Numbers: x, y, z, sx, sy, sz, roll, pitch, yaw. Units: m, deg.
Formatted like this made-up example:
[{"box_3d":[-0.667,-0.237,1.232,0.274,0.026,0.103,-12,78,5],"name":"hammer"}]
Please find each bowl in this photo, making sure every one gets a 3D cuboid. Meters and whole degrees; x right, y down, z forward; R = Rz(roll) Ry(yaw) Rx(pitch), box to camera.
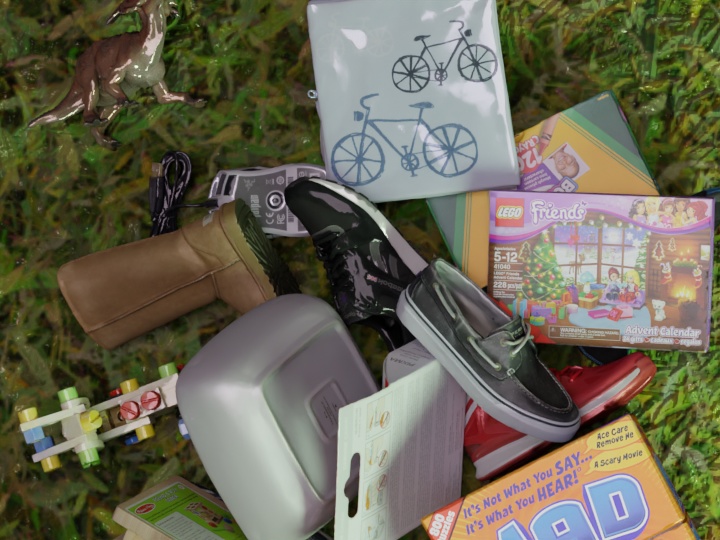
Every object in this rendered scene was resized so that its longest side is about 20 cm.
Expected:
[{"box_3d":[-0.052,0.129,1.678,0.075,0.200,0.200,-17,105,43],"name":"bowl"}]

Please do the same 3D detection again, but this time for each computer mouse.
[{"box_3d":[-0.108,-0.062,1.802,0.200,0.044,0.110,0,87,14],"name":"computer mouse"}]

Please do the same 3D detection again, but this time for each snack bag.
[{"box_3d":[0.044,-0.164,1.714,0.188,0.021,0.200,-6,97,18],"name":"snack bag"}]

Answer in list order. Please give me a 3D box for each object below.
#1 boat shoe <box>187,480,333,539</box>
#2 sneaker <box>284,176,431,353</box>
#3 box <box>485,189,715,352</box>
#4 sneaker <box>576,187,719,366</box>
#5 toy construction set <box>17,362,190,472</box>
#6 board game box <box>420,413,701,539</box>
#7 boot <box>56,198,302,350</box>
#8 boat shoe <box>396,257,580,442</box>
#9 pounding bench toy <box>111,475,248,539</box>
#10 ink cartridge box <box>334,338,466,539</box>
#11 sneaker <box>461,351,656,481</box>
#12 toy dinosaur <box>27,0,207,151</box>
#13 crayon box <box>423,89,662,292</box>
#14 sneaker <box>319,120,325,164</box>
[{"box_3d":[-0.102,0.253,1.762,0.200,0.062,0.075,28,89,11],"name":"boat shoe"},{"box_3d":[0.000,0.000,1.715,0.200,0.076,0.088,41,62,-10],"name":"sneaker"},{"box_3d":[0.213,-0.001,1.669,0.200,0.039,0.137,2,95,15],"name":"box"},{"box_3d":[0.274,0.007,1.715,0.082,0.073,0.200,45,103,4],"name":"sneaker"},{"box_3d":[-0.210,0.135,1.757,0.200,0.131,0.092,-7,84,10],"name":"toy construction set"},{"box_3d":[0.196,0.258,1.634,0.200,0.200,0.200,-27,81,6],"name":"board game box"},{"box_3d":[-0.165,0.033,1.792,0.200,0.066,0.175,-22,105,20],"name":"boot"},{"box_3d":[0.118,0.069,1.638,0.200,0.072,0.071,39,125,12],"name":"boat shoe"},{"box_3d":[-0.183,0.298,1.653,0.124,0.200,0.156,28,105,14],"name":"pounding bench toy"},{"box_3d":[0.023,0.159,1.656,0.047,0.200,0.160,16,113,34],"name":"ink cartridge box"},{"box_3d":[0.163,0.100,1.706,0.200,0.078,0.116,-33,78,18],"name":"sneaker"},{"box_3d":[-0.237,-0.204,1.822,0.200,0.086,0.136,-26,70,24],"name":"toy dinosaur"},{"box_3d":[0.170,-0.070,1.740,0.200,0.058,0.119,-26,81,8],"name":"crayon box"},{"box_3d":[0.022,-0.182,1.776,0.071,0.080,0.200,26,112,22],"name":"sneaker"}]
